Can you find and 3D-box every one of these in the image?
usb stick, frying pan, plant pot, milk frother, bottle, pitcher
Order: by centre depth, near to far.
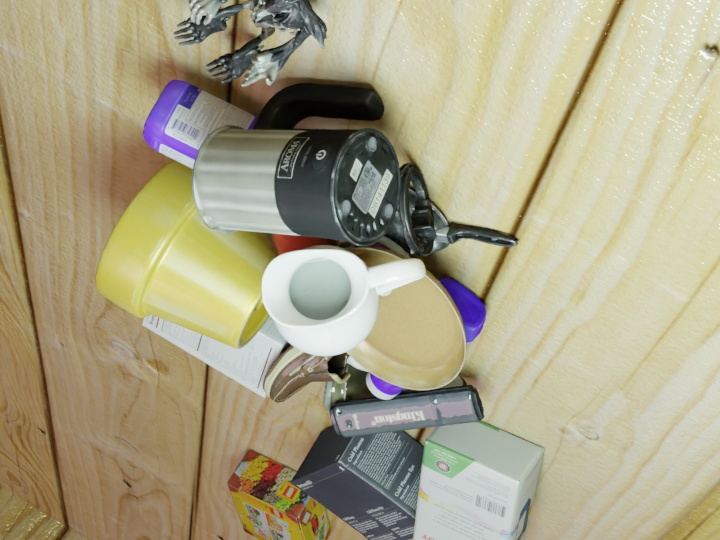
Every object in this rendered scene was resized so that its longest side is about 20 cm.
[{"bbox_3d":[-0.037,-0.080,1.454,0.188,0.181,0.200,7,136,36],"label":"milk frother"},{"bbox_3d":[-0.015,0.025,1.484,0.171,0.122,0.200,-8,171,0],"label":"pitcher"},{"bbox_3d":[-0.141,-0.139,1.553,0.200,0.084,0.065,26,154,-2],"label":"bottle"},{"bbox_3d":[0.082,-0.039,1.557,0.190,0.031,0.115,29,154,13],"label":"frying pan"},{"bbox_3d":[0.040,0.051,1.597,0.200,0.027,0.200,21,135,23],"label":"plant pot"},{"bbox_3d":[0.072,0.091,1.675,0.083,0.065,0.200,38,135,-4],"label":"bottle"},{"bbox_3d":[-0.192,-0.008,1.692,0.189,0.201,0.201,32,152,8],"label":"plant pot"},{"bbox_3d":[0.059,0.180,1.758,0.199,0.033,0.056,-9,124,18],"label":"usb stick"}]

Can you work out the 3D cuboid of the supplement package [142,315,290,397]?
[{"bbox_3d":[-0.175,0.056,1.850,0.200,0.110,0.114,30,133,9],"label":"supplement package"}]

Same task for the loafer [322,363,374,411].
[{"bbox_3d":[0.004,0.161,1.868,0.069,0.075,0.200,3,172,19],"label":"loafer"}]

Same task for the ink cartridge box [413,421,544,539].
[{"bbox_3d":[0.159,0.312,1.897,0.145,0.088,0.200,21,128,22],"label":"ink cartridge box"}]

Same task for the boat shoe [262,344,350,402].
[{"bbox_3d":[-0.049,0.116,1.749,0.075,0.075,0.202,54,125,18],"label":"boat shoe"}]

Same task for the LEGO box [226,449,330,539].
[{"bbox_3d":[-0.143,0.424,2.452,0.149,0.077,0.200,22,150,20],"label":"LEGO box"}]

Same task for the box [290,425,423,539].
[{"bbox_3d":[0.022,0.318,2.089,0.182,0.104,0.200,37,151,-10],"label":"box"}]

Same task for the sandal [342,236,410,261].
[{"bbox_3d":[0.006,0.004,1.652,0.082,0.050,0.203,37,161,-12],"label":"sandal"}]

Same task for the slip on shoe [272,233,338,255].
[{"bbox_3d":[-0.069,-0.035,1.601,0.074,0.061,0.200,18,175,11],"label":"slip on shoe"}]

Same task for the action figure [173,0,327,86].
[{"bbox_3d":[-0.108,-0.242,1.358,0.119,0.102,0.200,53,150,-11],"label":"action figure"}]

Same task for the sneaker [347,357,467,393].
[{"bbox_3d":[0.051,0.115,1.781,0.200,0.074,0.079,31,147,6],"label":"sneaker"}]
